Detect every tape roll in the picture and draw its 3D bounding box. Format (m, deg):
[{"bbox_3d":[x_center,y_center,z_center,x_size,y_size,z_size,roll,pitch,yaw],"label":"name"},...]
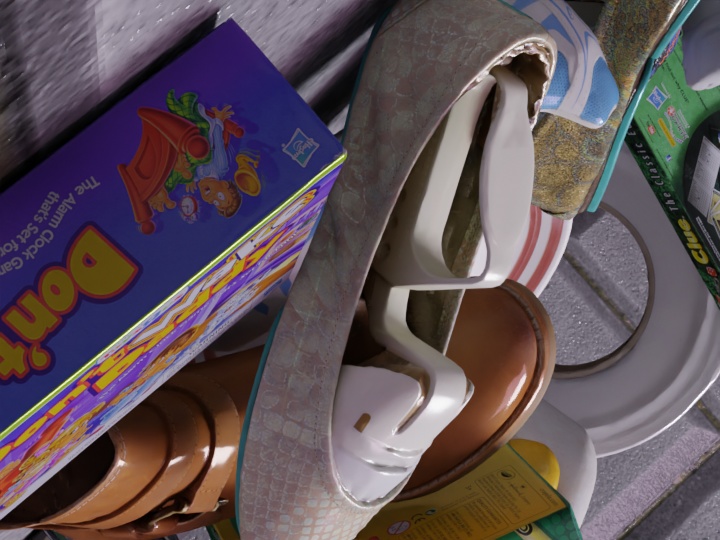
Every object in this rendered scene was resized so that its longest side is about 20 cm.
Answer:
[{"bbox_3d":[0.120,0.008,1.066,0.202,0.203,0.071,-42,175,7],"label":"tape roll"}]

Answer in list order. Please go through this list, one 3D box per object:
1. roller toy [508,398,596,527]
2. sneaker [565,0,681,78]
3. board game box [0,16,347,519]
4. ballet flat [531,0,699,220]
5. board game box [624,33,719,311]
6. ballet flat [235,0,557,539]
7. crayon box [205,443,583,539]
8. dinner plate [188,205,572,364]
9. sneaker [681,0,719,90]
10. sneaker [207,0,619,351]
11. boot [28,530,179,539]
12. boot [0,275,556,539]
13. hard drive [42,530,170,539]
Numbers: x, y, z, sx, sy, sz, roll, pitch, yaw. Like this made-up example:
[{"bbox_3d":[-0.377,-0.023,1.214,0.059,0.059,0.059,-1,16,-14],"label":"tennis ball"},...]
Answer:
[{"bbox_3d":[0.034,0.132,0.965,0.200,0.140,0.183,-55,-176,25],"label":"roller toy"},{"bbox_3d":[0.104,-0.094,0.811,0.078,0.075,0.200,-43,178,-19],"label":"sneaker"},{"bbox_3d":[-0.100,0.033,0.472,0.200,0.045,0.134,-40,175,-14],"label":"board game box"},{"bbox_3d":[0.087,-0.095,0.666,0.071,0.071,0.200,-38,161,-37],"label":"ballet flat"},{"bbox_3d":[0.188,-0.073,0.947,0.105,0.200,0.023,-39,-161,-19],"label":"board game box"},{"bbox_3d":[0.011,0.011,0.567,0.067,0.062,0.201,4,103,-50],"label":"ballet flat"},{"bbox_3d":[0.005,0.105,0.745,0.119,0.058,0.200,-24,-160,-9],"label":"crayon box"},{"bbox_3d":[0.002,0.007,0.804,0.200,0.024,0.200,-21,148,-14],"label":"dinner plate"},{"bbox_3d":[0.197,-0.150,0.862,0.078,0.100,0.200,-14,-173,27],"label":"sneaker"},{"bbox_3d":[0.007,-0.024,0.657,0.200,0.073,0.072,-41,178,31],"label":"sneaker"},{"bbox_3d":[-0.163,0.233,1.131,0.200,0.151,0.073,-43,175,19],"label":"boot"},{"bbox_3d":[-0.041,0.054,0.642,0.200,0.074,0.155,-26,164,23],"label":"boot"},{"bbox_3d":[-0.106,0.145,0.871,0.038,0.140,0.200,-41,174,-14],"label":"hard drive"}]
